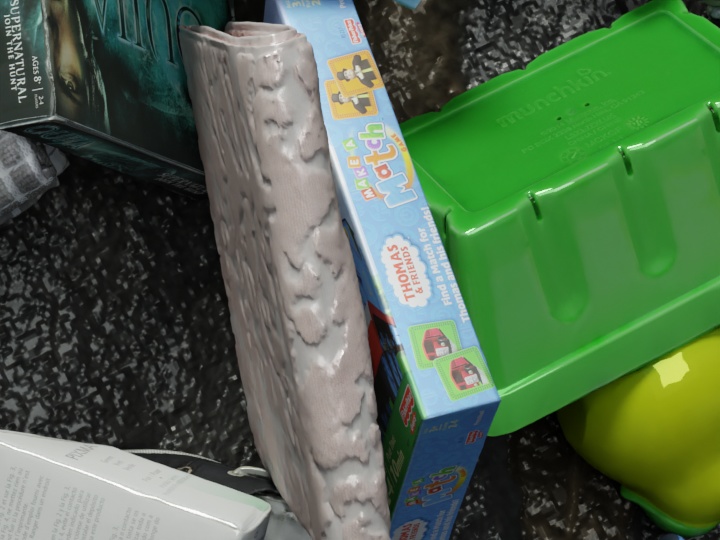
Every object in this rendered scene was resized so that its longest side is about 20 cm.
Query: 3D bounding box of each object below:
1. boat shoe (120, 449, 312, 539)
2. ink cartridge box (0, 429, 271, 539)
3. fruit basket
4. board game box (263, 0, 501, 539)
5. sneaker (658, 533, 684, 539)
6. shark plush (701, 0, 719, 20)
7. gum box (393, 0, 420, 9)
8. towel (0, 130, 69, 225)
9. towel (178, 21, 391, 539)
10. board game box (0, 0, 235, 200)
[{"bbox_3d":[-0.050,0.120,1.035,0.199,0.060,0.074,17,77,-7],"label":"boat shoe"},{"bbox_3d":[-0.153,0.144,1.003,0.199,0.050,0.161,19,100,12],"label":"ink cartridge box"},{"bbox_3d":[0.115,0.012,1.065,0.215,0.156,0.216,-14,125,-22],"label":"fruit basket"},{"bbox_3d":[0.000,0.000,0.993,0.036,0.151,0.201,-12,64,-13],"label":"board game box"},{"bbox_3d":[0.070,0.179,1.038,0.200,0.066,0.079,-25,96,-18],"label":"sneaker"},{"bbox_3d":[0.189,-0.158,1.089,0.199,0.083,0.091,10,72,-34],"label":"shark plush"},{"bbox_3d":[-0.064,-0.199,0.999,0.170,0.200,0.045,23,111,-32],"label":"gum box"},{"bbox_3d":[-0.229,-0.077,0.958,0.165,0.086,0.200,-31,102,-8],"label":"towel"},{"bbox_3d":[-0.030,0.001,0.949,0.032,0.191,0.201,-12,101,-9],"label":"towel"},{"bbox_3d":[-0.100,-0.109,1.004,0.028,0.200,0.136,-9,81,18],"label":"board game box"}]
